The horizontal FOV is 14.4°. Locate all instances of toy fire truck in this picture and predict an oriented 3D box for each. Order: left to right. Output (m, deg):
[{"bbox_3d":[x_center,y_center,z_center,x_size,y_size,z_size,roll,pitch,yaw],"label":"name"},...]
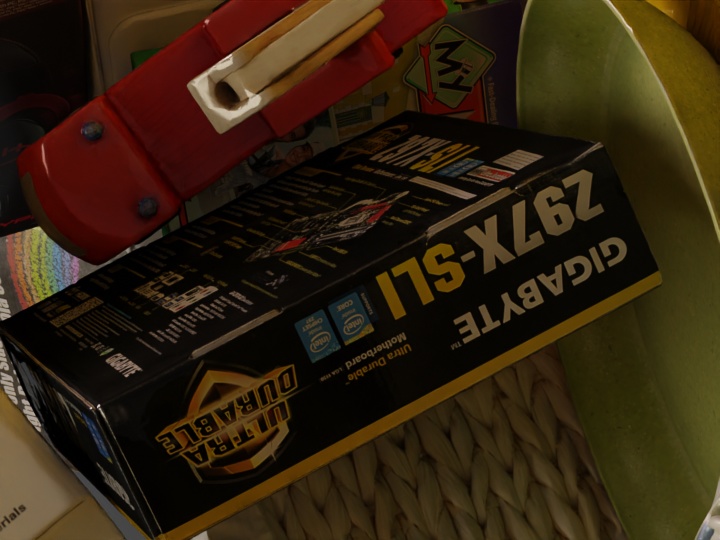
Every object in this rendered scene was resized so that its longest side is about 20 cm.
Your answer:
[{"bbox_3d":[-0.019,-0.069,0.874,0.049,0.200,0.141,55,-179,-5],"label":"toy fire truck"}]

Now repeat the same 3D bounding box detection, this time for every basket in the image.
[{"bbox_3d":[0.036,0.151,0.963,0.199,0.160,0.200,89,164,-53],"label":"basket"}]

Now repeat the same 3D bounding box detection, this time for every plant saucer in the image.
[{"bbox_3d":[0.092,0.008,0.826,0.200,0.031,0.201,166,90,-80],"label":"plant saucer"}]

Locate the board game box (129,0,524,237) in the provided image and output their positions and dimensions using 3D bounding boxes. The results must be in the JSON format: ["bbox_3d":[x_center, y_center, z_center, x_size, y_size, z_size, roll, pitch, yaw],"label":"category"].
[{"bbox_3d":[0.000,0.000,1.018,0.029,0.134,0.201,-118,16,-56],"label":"board game box"}]

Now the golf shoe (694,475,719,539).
[{"bbox_3d":[0.103,0.083,0.688,0.078,0.097,0.201,169,88,-82],"label":"golf shoe"}]

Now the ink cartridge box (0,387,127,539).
[{"bbox_3d":[-0.158,0.049,0.900,0.200,0.084,0.146,46,172,23],"label":"ink cartridge box"}]

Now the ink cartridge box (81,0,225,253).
[{"bbox_3d":[-0.049,-0.131,1.067,0.200,0.146,0.146,-114,15,-46],"label":"ink cartridge box"}]

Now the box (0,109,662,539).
[{"bbox_3d":[-0.019,0.010,0.856,0.050,0.159,0.200,66,168,-11],"label":"box"}]

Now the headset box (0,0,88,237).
[{"bbox_3d":[-0.173,-0.076,0.985,0.200,0.148,0.075,98,154,-64],"label":"headset box"}]

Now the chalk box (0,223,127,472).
[{"bbox_3d":[-0.109,-0.004,1.164,0.199,0.124,0.125,14,128,34],"label":"chalk box"}]
